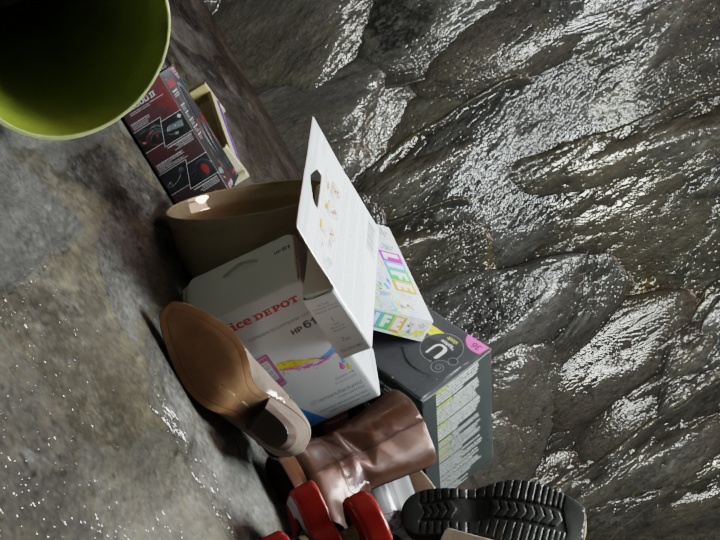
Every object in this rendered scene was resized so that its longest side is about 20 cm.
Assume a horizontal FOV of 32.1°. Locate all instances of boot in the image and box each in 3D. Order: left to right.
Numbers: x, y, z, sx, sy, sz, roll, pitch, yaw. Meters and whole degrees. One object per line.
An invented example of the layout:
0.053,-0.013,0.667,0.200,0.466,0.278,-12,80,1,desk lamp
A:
-0.127,0.112,1.273,0.201,0.070,0.146,52,-1,-1,boot
0.021,0.236,1.339,0.188,0.198,0.064,59,-38,14,boot
0.155,0.297,1.374,0.139,0.197,0.078,68,31,-46,boot

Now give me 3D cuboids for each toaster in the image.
0.003,0.266,1.440,0.130,0.113,0.200,65,5,28,toaster

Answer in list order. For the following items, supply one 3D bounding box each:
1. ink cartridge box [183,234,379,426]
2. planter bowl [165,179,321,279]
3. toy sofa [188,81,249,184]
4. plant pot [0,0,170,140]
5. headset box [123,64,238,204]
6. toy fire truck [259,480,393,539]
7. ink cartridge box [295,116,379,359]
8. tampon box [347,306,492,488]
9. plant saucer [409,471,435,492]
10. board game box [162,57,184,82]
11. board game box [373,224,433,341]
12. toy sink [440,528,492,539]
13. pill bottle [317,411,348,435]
-0.086,0.078,1.386,0.201,0.143,0.085,57,14,-35,ink cartridge box
-0.122,-0.020,1.484,0.200,0.197,0.137,-99,180,-77,planter bowl
-0.225,-0.182,1.863,0.098,0.082,0.201,54,7,-40,toy sofa
-0.294,-0.245,1.117,0.200,0.187,0.188,44,-8,44,plant pot
-0.247,-0.182,1.667,0.202,0.074,0.149,60,5,-12,headset box
-0.021,0.300,1.149,0.202,0.111,0.168,62,-19,17,toy fire truck
-0.036,-0.037,1.335,0.174,0.043,0.201,58,23,-33,ink cartridge box
0.075,0.168,1.589,0.149,0.126,0.202,33,-38,36,tampon box
0.046,0.310,1.600,0.200,0.034,0.202,36,-38,34,plant saucer
-0.317,-0.312,1.981,0.136,0.028,0.200,64,5,35,board game box
0.000,0.000,1.565,0.133,0.034,0.201,15,30,-28,board game box
0.118,0.389,1.263,0.111,0.202,0.131,8,-31,34,toy sink
0.010,0.226,1.744,0.202,0.111,0.112,59,5,-15,pill bottle
